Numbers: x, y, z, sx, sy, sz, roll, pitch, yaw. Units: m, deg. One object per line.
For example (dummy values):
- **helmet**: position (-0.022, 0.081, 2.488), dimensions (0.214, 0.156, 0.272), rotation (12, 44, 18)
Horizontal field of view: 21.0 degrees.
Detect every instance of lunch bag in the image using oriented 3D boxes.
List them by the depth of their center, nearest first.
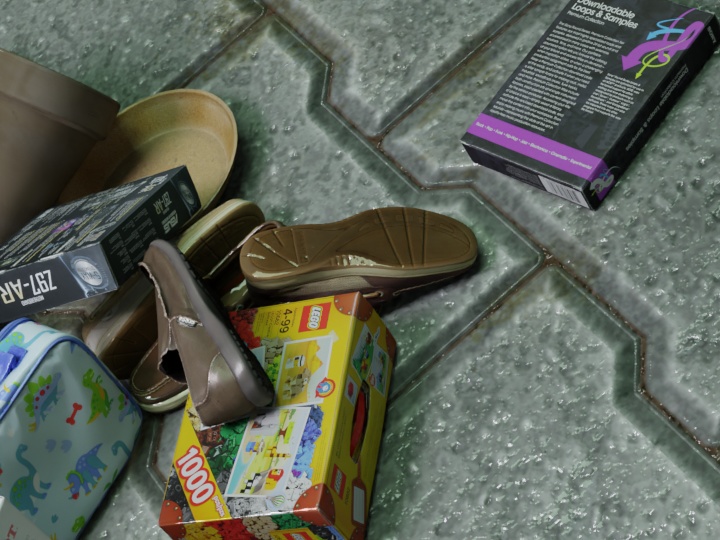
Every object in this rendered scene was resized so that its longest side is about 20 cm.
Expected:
- **lunch bag**: position (-0.282, 0.151, 1.618), dimensions (0.082, 0.161, 0.201), rotation (15, 64, 38)

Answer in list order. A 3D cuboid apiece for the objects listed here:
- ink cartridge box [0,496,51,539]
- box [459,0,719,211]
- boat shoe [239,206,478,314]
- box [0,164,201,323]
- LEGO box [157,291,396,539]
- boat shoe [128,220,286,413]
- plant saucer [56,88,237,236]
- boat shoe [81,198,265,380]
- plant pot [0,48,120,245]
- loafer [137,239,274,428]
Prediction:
- **ink cartridge box**: position (-0.272, 0.280, 1.478), dimensions (0.083, 0.200, 0.146), rotation (-1, 54, 31)
- **box**: position (0.198, -0.155, 1.663), dimensions (0.142, 0.036, 0.201), rotation (26, 72, 41)
- **boat shoe**: position (0.000, 0.000, 1.635), dimensions (0.198, 0.072, 0.073), rotation (-8, 48, -2)
- **box**: position (-0.246, -0.021, 1.698), dimensions (0.159, 0.044, 0.200), rotation (-16, 16, 22)
- **LEGO box**: position (-0.064, 0.129, 1.561), dimensions (0.148, 0.077, 0.201), rotation (-10, 51, 26)
- **boat shoe**: position (-0.130, 0.033, 1.682), dimensions (0.202, 0.075, 0.075), rotation (-44, 45, -8)
- **plant saucer**: position (-0.196, -0.084, 1.846), dimensions (0.199, 0.035, 0.202), rotation (-17, 48, 20)
- **boat shoe**: position (-0.172, 0.004, 1.733), dimensions (0.200, 0.074, 0.069), rotation (-45, 48, -9)
- **plant pot**: position (-0.347, -0.114, 1.833), dimensions (0.199, 0.199, 0.175), rotation (19, 88, 40)
- **loafer**: position (-0.141, 0.049, 1.564), dimensions (0.071, 0.073, 0.200), rotation (-36, 44, 0)
